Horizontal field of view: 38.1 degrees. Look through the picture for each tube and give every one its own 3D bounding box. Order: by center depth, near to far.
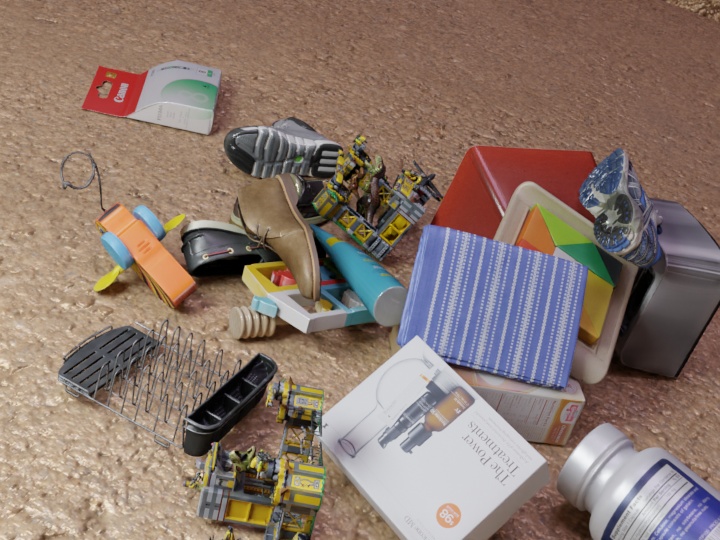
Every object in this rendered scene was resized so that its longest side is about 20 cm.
[{"bbox_3d":[0.000,0.000,1.266,0.077,0.051,0.200,35,7,-34],"label":"tube"}]

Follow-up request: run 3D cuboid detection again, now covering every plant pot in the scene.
[{"bbox_3d":[0.218,-0.024,1.366,0.196,0.202,0.178,0,49,-25],"label":"plant pot"}]

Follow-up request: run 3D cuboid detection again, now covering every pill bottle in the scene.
[{"bbox_3d":[0.299,0.250,1.041,0.118,0.121,0.199,-17,45,-41],"label":"pill bottle"}]

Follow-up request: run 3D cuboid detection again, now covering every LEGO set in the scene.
[{"bbox_3d":[-0.100,0.185,0.930,0.114,0.156,0.201,11,29,-7],"label":"LEGO set"},{"bbox_3d":[0.031,-0.120,1.426,0.154,0.116,0.200,43,28,0],"label":"LEGO set"}]

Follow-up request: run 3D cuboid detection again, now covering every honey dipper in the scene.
[{"bbox_3d":[-0.062,0.056,1.248,0.197,0.038,0.038,-3,37,-33],"label":"honey dipper"}]

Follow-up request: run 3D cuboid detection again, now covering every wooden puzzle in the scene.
[{"bbox_3d":[0.236,0.008,1.223,0.183,0.037,0.201,34,54,-5],"label":"wooden puzzle"}]

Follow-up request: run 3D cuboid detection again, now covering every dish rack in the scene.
[{"bbox_3d":[-0.203,0.107,1.076,0.197,0.055,0.153,25,27,14],"label":"dish rack"}]

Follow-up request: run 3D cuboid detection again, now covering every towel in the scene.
[{"bbox_3d":[0.147,0.041,1.155,0.196,0.148,0.024,14,-10,-6],"label":"towel"}]

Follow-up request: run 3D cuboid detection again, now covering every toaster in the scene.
[{"bbox_3d":[0.383,0.010,1.367,0.116,0.202,0.182,8,33,-21],"label":"toaster"}]

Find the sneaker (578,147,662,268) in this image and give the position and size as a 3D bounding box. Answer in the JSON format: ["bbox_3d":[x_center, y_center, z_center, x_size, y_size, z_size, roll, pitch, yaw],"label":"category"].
[{"bbox_3d":[0.325,-0.071,1.283,0.085,0.077,0.202,36,34,-20],"label":"sneaker"}]

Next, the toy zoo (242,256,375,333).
[{"bbox_3d":[-0.052,0.027,1.252,0.198,0.021,0.131,-6,32,-43],"label":"toy zoo"}]

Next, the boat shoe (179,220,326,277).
[{"bbox_3d":[-0.129,-0.018,1.303,0.198,0.074,0.064,3,62,-33],"label":"boat shoe"}]

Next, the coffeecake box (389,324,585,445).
[{"bbox_3d":[0.143,0.114,1.216,0.196,0.074,0.155,9,34,-12],"label":"coffeecake box"}]

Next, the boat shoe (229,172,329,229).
[{"bbox_3d":[-0.094,-0.100,1.435,0.073,0.066,0.199,32,34,27],"label":"boat shoe"}]

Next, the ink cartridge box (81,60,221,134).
[{"bbox_3d":[-0.320,-0.284,1.627,0.196,0.051,0.162,13,32,-11],"label":"ink cartridge box"}]

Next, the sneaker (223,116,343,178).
[{"bbox_3d":[-0.130,-0.191,1.562,0.197,0.076,0.116,6,27,-35],"label":"sneaker"}]

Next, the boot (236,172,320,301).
[{"bbox_3d":[-0.096,-0.035,1.237,0.074,0.074,0.202,-9,45,-18],"label":"boot"}]

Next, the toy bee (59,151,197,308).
[{"bbox_3d":[-0.268,-0.042,1.232,0.129,0.109,0.203,-19,85,-18],"label":"toy bee"}]

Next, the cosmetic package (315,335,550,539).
[{"bbox_3d":[0.067,0.181,1.036,0.150,0.052,0.200,-40,54,-11],"label":"cosmetic package"}]
